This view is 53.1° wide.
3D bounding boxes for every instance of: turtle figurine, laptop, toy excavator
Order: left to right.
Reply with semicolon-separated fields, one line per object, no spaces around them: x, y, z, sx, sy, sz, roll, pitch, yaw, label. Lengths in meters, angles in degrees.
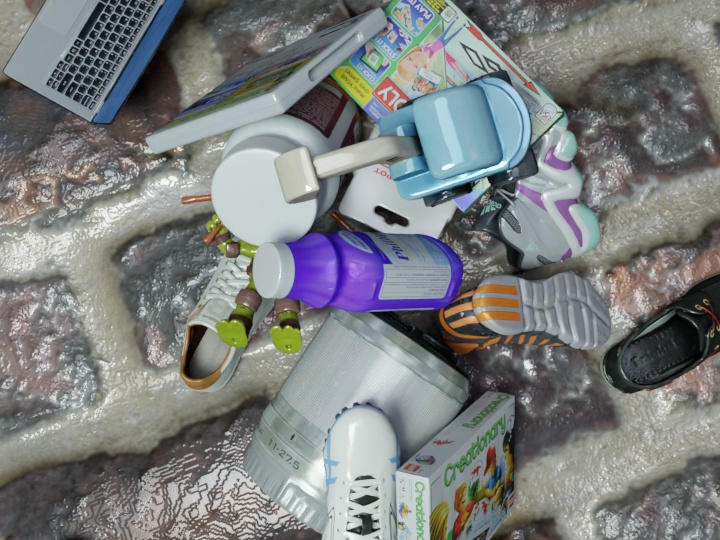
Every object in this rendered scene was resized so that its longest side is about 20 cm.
-0.285;-0.267;0.782;0.199;0.116;0.188;29;85;4;laptop
-0.097;0.002;0.725;0.199;0.064;0.162;16;50;-10;turtle figurine
0.045;-0.107;0.614;0.194;0.200;0.100;-17;89;18;toy excavator

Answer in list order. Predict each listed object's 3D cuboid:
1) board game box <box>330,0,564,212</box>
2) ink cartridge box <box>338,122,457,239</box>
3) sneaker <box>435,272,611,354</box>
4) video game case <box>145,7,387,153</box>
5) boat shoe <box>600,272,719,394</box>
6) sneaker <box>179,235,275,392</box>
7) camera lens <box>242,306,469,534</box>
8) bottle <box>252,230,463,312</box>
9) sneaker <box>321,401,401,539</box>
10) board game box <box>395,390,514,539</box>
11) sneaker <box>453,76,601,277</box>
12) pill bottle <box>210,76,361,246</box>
0.083;-0.175;0.717;0.135;0.029;0.200;-45;82;14;board game box
0.067;-0.124;0.780;0.117;0.067;0.201;26;84;4;ink cartridge box
0.164;0.048;0.758;0.199;0.112;0.078;12;69;-30;sneaker
-0.093;-0.184;0.706;0.182;0.199;0.022;-50;122;-37;video game case
0.348;0.063;0.756;0.201;0.063;0.074;-31;82;-3;boat shoe
-0.132;0.034;0.762;0.073;0.085;0.201;19;82;5;sneaker
-0.001;0.141;0.708;0.160;0.160;0.200;33;86;5;camera lens
0.000;0.000;0.656;0.199;0.083;0.066;1;115;-37;bottle
0.002;0.208;0.597;0.072;0.072;0.201;0;103;-15;sneaker
0.094;0.205;0.672;0.034;0.200;0.127;5;104;31;board game box
0.156;-0.087;0.747;0.139;0.078;0.201;-24;100;-4;sneaker
-0.069;-0.111;0.706;0.114;0.200;0.115;5;121;8;pill bottle
